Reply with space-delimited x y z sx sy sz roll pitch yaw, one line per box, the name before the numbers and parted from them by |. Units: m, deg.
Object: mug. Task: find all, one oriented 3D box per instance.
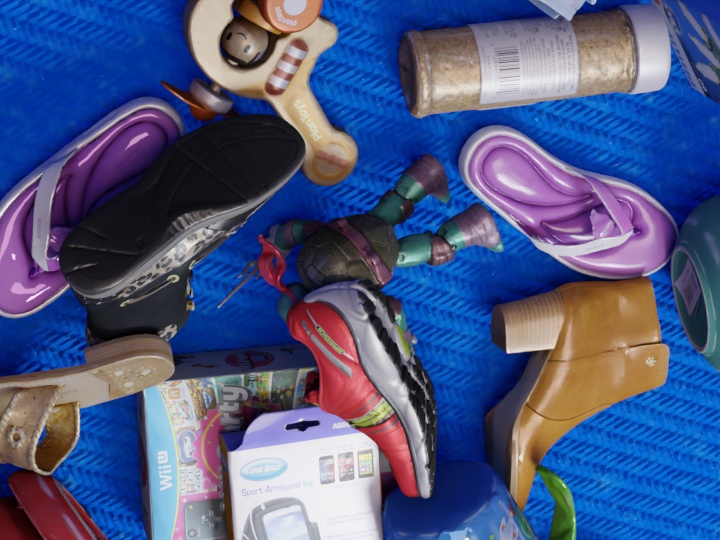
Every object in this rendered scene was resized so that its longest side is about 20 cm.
mug | 0.313 0.025 1.771 0.114 0.152 0.185 -12 111 -8

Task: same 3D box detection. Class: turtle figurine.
turtle figurine | 0.000 0.000 1.692 0.200 0.101 0.150 -34 77 -14

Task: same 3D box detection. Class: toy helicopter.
toy helicopter | -0.067 -0.135 1.670 0.132 0.079 0.200 -37 125 -6

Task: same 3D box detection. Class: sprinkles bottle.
sprinkles bottle | 0.132 -0.160 1.709 0.200 0.068 0.068 -7 110 -11

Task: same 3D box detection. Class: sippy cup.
sippy cup | 0.081 0.221 1.735 0.139 0.178 0.130 -7 122 26

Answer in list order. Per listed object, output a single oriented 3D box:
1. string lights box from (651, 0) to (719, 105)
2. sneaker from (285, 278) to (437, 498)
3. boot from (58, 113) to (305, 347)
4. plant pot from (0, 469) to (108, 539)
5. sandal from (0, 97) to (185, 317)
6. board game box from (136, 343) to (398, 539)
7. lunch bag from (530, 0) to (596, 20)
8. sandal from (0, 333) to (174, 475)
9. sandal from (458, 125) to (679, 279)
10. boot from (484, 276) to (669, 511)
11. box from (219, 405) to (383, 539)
string lights box | 0.287 -0.168 1.672 0.059 0.200 0.103 -30 112 -3
sneaker | 0.002 0.089 1.665 0.085 0.077 0.200 -14 123 16
boot | -0.131 -0.023 1.667 0.203 0.154 0.073 -35 71 -18
plant pot | -0.264 0.260 1.691 0.182 0.200 0.201 -39 113 -6
sandal | -0.211 -0.047 1.666 0.082 0.050 0.203 38 96 -22
board game box | -0.073 0.136 1.764 0.200 0.064 0.148 -5 109 -11
lunch bag | 0.110 -0.295 1.629 0.200 0.127 0.170 27 98 -10
sandal | -0.234 0.116 1.674 0.211 0.070 0.078 -21 148 14
sandal | 0.165 -0.044 1.766 0.202 0.050 0.083 24 102 -20
boot | 0.177 0.105 1.811 0.144 0.071 0.201 -6 112 -16
box | -0.044 0.193 1.737 0.119 0.041 0.200 -7 110 -12
